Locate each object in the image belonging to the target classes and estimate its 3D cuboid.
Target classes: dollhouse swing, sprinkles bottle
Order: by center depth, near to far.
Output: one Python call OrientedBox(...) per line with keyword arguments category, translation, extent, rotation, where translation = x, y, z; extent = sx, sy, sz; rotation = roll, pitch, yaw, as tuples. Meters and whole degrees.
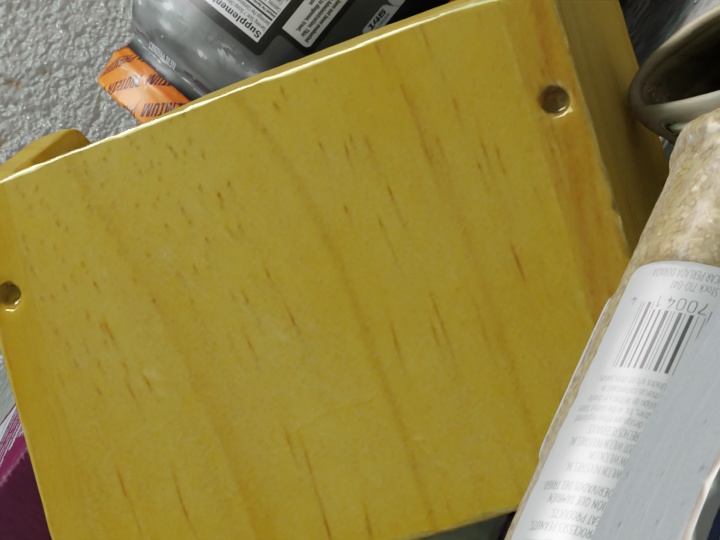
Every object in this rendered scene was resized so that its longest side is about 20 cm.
OrientedBox(category="sprinkles bottle", translation=(0.070, 0.058, 0.535), extent=(0.200, 0.068, 0.068), rotation=(-63, 11, -25))
OrientedBox(category="dollhouse swing", translation=(0.011, -0.006, 0.753), extent=(0.200, 0.182, 0.176), rotation=(-19, -8, 22))

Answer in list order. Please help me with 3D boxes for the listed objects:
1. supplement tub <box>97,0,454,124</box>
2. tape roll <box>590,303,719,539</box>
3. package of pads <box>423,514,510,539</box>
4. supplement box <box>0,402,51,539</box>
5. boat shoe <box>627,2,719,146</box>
OrientedBox(category="supplement tub", translation=(-0.006, -0.122, 0.937), extent=(0.200, 0.123, 0.123), rotation=(-51, 11, 3))
OrientedBox(category="tape roll", translation=(0.108, 0.046, 0.400), extent=(0.200, 0.066, 0.200), rotation=(-56, 10, 15))
OrientedBox(category="package of pads", translation=(-0.028, 0.128, 0.782), extent=(0.200, 0.068, 0.155), rotation=(-61, 11, -27))
OrientedBox(category="supplement box", translation=(-0.085, 0.091, 0.979), extent=(0.200, 0.131, 0.103), rotation=(-52, 12, 35))
OrientedBox(category="boat shoe", translation=(0.134, -0.067, 0.595), extent=(0.072, 0.065, 0.200), rotation=(-63, 12, -25))
